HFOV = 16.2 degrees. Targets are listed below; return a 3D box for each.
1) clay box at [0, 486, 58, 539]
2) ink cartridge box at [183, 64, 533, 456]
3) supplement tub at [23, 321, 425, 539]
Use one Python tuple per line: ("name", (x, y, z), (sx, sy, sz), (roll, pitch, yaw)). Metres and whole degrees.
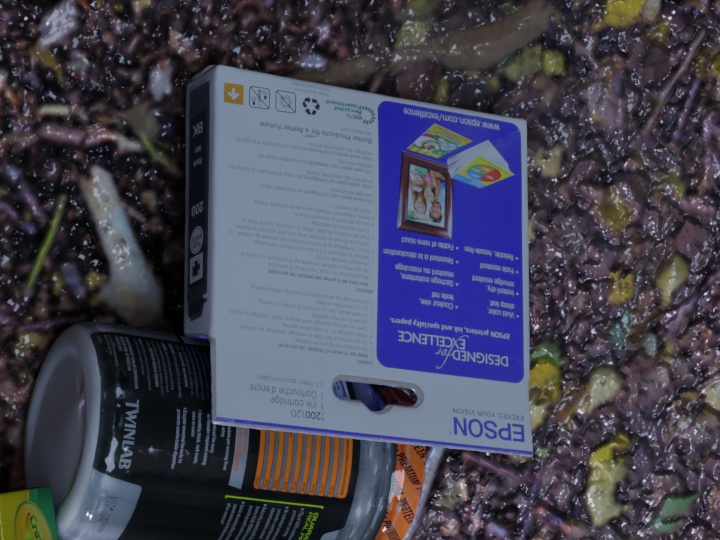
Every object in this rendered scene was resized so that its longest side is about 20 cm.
("clay box", (-0.203, 0.219, 1.326), (0.048, 0.115, 0.201), (-5, 85, -55))
("ink cartridge box", (0.000, 0.000, 1.381), (0.198, 0.043, 0.201), (9, 70, -26))
("supplement tub", (-0.073, 0.099, 1.381), (0.199, 0.123, 0.123), (10, 100, -26))
